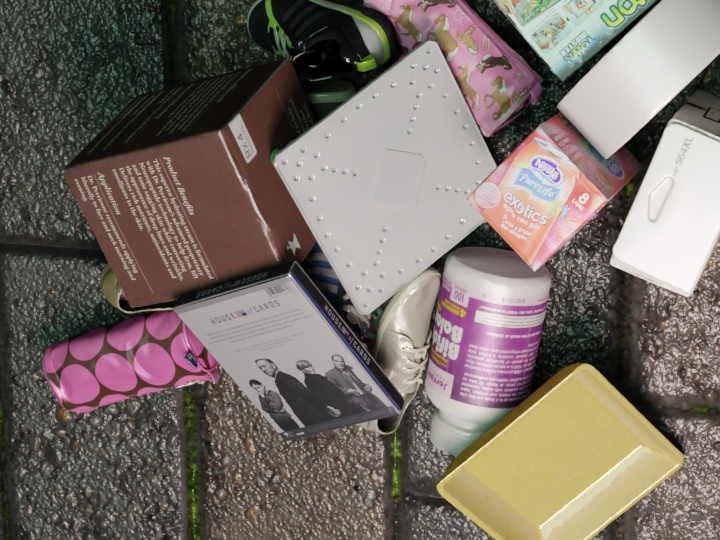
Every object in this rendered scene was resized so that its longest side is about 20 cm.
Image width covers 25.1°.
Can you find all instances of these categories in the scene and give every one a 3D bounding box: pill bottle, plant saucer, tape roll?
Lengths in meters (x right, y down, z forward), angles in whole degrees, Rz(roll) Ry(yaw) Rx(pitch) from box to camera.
[{"bbox_3d":[0.126,0.086,1.657,0.111,0.112,0.202,13,107,15],"label":"pill bottle"},{"bbox_3d":[0.199,0.192,1.643,0.200,0.049,0.200,-40,126,12],"label":"plant saucer"},{"bbox_3d":[0.276,-0.196,1.488,0.071,0.202,0.202,46,113,3],"label":"tape roll"}]

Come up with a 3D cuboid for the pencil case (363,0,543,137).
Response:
[{"bbox_3d":[0.093,-0.226,1.606,0.083,0.087,0.200,-42,88,-8],"label":"pencil case"}]

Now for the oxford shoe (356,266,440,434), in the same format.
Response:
[{"bbox_3d":[0.045,0.086,1.668,0.058,0.075,0.202,38,119,31],"label":"oxford shoe"}]

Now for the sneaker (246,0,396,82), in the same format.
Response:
[{"bbox_3d":[-0.055,-0.232,1.618,0.199,0.083,0.072,13,135,41],"label":"sneaker"}]

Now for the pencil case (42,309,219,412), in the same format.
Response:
[{"bbox_3d":[-0.253,0.101,1.804,0.198,0.091,0.095,-15,106,24],"label":"pencil case"}]

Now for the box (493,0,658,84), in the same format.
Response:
[{"bbox_3d":[0.237,-0.288,1.565,0.200,0.035,0.110,-40,89,23],"label":"box"}]

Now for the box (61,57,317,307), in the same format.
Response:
[{"bbox_3d":[-0.151,-0.086,1.600,0.198,0.165,0.167,-10,117,29],"label":"box"}]

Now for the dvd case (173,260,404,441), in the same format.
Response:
[{"bbox_3d":[-0.069,0.083,1.580,0.149,0.025,0.201,-16,125,33],"label":"dvd case"}]

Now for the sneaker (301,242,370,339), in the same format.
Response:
[{"bbox_3d":[0.000,0.000,1.654,0.146,0.081,0.201,-30,54,9],"label":"sneaker"}]

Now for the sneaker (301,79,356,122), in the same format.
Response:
[{"bbox_3d":[-0.081,-0.134,1.698,0.198,0.075,0.107,-9,105,30],"label":"sneaker"}]

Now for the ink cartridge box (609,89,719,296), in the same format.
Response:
[{"bbox_3d":[0.310,-0.076,1.506,0.084,0.200,0.147,24,111,11],"label":"ink cartridge box"}]

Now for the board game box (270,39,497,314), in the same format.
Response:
[{"bbox_3d":[0.031,-0.091,1.576,0.199,0.026,0.201,-38,122,-13],"label":"board game box"}]

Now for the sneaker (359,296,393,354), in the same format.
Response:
[{"bbox_3d":[-0.012,0.082,1.708,0.075,0.105,0.200,47,112,4],"label":"sneaker"}]

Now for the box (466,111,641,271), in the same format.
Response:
[{"bbox_3d":[0.190,-0.085,1.544,0.095,0.200,0.103,46,112,4],"label":"box"}]

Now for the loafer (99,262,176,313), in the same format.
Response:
[{"bbox_3d":[-0.181,0.006,1.734,0.198,0.068,0.077,-18,123,1],"label":"loafer"}]
